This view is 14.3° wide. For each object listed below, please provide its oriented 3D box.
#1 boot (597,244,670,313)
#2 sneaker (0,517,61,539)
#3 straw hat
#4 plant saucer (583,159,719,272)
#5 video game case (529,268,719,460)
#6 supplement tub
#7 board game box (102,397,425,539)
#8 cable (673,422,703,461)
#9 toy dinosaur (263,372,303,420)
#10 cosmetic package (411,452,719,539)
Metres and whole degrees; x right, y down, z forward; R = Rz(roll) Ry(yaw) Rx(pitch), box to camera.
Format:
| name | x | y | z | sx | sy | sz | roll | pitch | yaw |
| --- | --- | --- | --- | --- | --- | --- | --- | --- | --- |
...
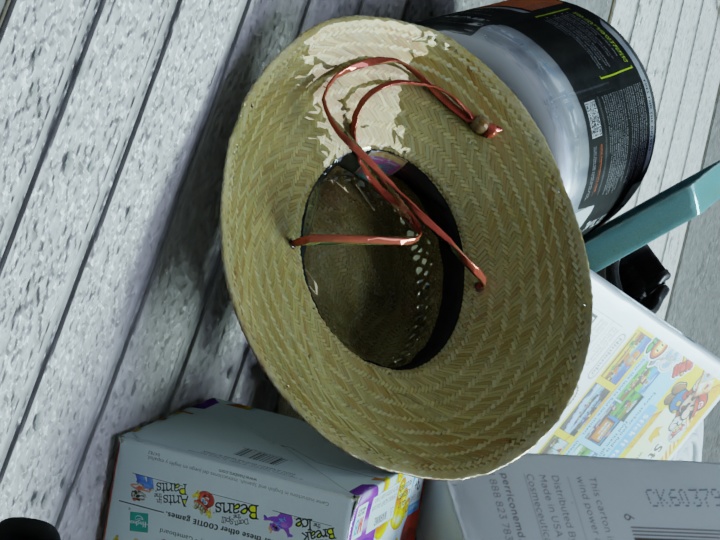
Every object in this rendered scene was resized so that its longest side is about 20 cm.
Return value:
| name | x | y | z | sx | sy | sz | roll | pitch | yaw |
| --- | --- | --- | --- | --- | --- | --- | --- | --- | --- |
| boot | 0.088 | 0.044 | 1.464 | 0.070 | 0.132 | 0.200 | 50 | 26 | -15 |
| sneaker | -0.148 | 0.137 | 0.937 | 0.200 | 0.071 | 0.080 | -39 | 135 | -70 |
| straw hat | 0.000 | 0.000 | 1.223 | 0.085 | 0.201 | 0.201 | -25 | -146 | 52 |
| plant saucer | 0.093 | 0.003 | 1.415 | 0.019 | 0.200 | 0.070 | 59 | 25 | -1 |
| video game case | 0.077 | 0.098 | 1.375 | 0.200 | 0.023 | 0.182 | -52 | 145 | 5 |
| supplement tub | 0.068 | -0.065 | 1.358 | 0.200 | 0.122 | 0.123 | -23 | 124 | -68 |
| board game box | -0.050 | 0.167 | 1.191 | 0.103 | 0.105 | 0.200 | -19 | 121 | -70 |
| cable | 0.183 | 0.177 | 1.978 | 0.200 | 0.069 | 0.200 | -21 | 121 | -70 |
| toy dinosaur | -0.032 | 0.088 | 1.294 | 0.088 | 0.047 | 0.200 | -60 | 160 | -59 |
| cosmetic package | 0.080 | 0.200 | 1.269 | 0.200 | 0.165 | 0.165 | -55 | -141 | 44 |
